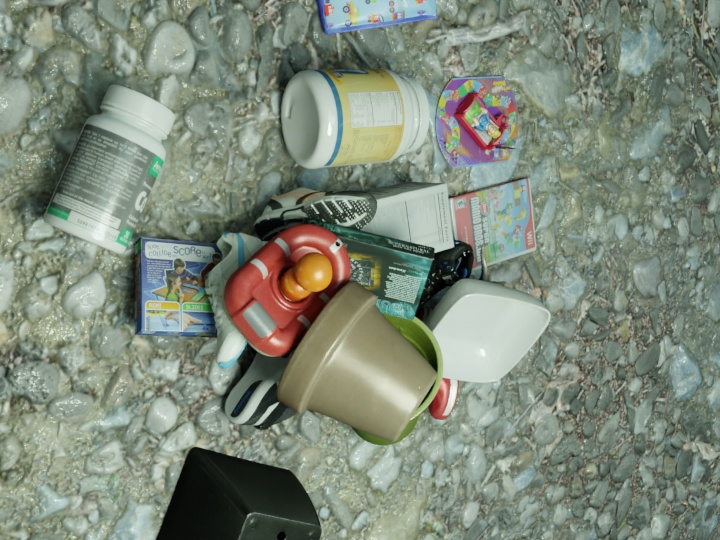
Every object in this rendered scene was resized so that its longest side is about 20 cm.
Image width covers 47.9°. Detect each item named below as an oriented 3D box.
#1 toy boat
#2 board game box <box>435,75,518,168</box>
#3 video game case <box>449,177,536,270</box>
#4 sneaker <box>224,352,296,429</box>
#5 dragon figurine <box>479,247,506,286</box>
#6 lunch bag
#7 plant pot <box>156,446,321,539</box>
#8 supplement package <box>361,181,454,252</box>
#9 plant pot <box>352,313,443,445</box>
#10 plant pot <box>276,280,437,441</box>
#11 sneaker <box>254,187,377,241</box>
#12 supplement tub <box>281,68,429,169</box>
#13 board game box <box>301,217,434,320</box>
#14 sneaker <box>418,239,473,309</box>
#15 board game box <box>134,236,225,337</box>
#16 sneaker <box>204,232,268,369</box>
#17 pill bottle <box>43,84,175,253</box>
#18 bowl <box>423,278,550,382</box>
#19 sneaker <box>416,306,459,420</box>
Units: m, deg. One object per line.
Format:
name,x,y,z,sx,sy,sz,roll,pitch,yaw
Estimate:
toy boat,-0.082,0.014,1.089,0.131,0.130,0.200,50,49,-9
board game box,0.225,-0.270,1.464,0.199,0.039,0.160,-10,103,-32
video game case,0.248,-0.085,1.521,0.199,0.017,0.144,-17,106,-31
sneaker,-0.115,0.162,1.262,0.200,0.073,0.112,-48,142,13
dragon figurine,0.214,0.052,1.461,0.059,0.099,0.201,-58,132,-35
lunch bag,0.010,-0.459,1.276,0.198,0.094,0.152,-14,107,-22
plant pot,-0.173,0.406,1.219,0.199,0.177,0.201,24,83,-32
supplement package,0.040,-0.073,1.329,0.199,0.109,0.115,-16,105,-30
plant pot,0.032,0.192,1.307,0.200,0.200,0.191,-44,156,-20
plant pot,0.007,0.143,1.129,0.174,0.200,0.201,33,75,8
sneaker,-0.066,-0.098,1.214,0.074,0.198,0.080,61,33,-41
supplement tub,-0.008,-0.236,1.254,0.199,0.144,0.146,-10,102,-32
board game box,0.000,0.000,1.219,0.198,0.028,0.136,14,133,-1
sneaker,0.116,0.021,1.383,0.073,0.112,0.200,47,72,-28
board game box,-0.226,0.028,1.179,0.198,0.034,0.137,6,72,-31
sneaker,-0.182,0.041,1.143,0.080,0.077,0.202,17,60,-17
pill bottle,-0.328,-0.134,1.075,0.113,0.113,0.202,26,83,-33
bowl,0.195,0.095,1.369,0.198,0.075,0.201,13,127,-26
sneaker,0.112,0.162,1.445,0.115,0.078,0.202,7,81,-26
